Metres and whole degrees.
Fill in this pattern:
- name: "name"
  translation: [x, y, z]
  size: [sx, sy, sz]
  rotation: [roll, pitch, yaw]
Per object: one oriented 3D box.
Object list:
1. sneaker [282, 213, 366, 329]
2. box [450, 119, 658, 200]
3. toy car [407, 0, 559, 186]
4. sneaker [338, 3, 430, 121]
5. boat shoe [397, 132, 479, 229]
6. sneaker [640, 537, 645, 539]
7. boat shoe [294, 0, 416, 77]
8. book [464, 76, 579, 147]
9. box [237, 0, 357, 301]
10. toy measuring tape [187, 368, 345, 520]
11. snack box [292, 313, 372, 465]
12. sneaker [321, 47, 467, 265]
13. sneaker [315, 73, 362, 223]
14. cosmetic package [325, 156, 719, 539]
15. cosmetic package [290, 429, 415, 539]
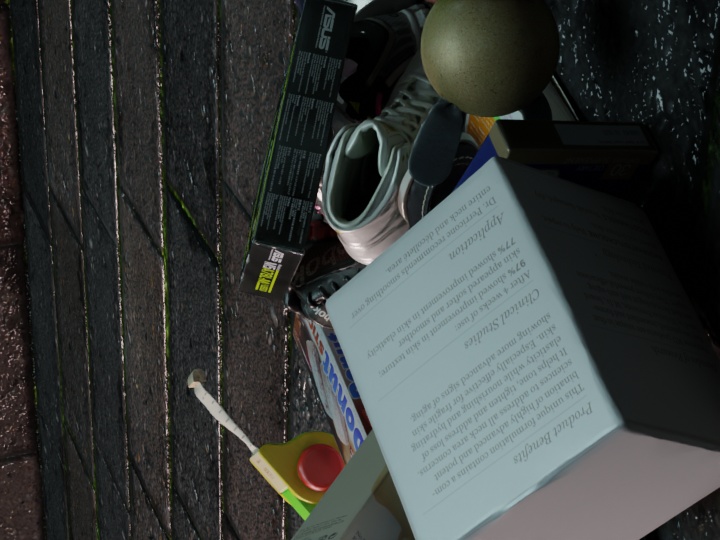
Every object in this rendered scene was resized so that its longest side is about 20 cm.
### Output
- name: "sneaker"
  translation: [0.000, 0.000, 1.474]
  size: [0.200, 0.071, 0.098]
  rotation: [-8, 60, 52]
- name: "box"
  translation: [0.102, -0.025, 1.221]
  size: [0.200, 0.121, 0.032]
  rotation: [-57, 45, 44]
- name: "toy car"
  translation: [0.079, -0.160, 1.205]
  size: [0.158, 0.164, 0.200]
  rotation: [-160, 65, -68]
- name: "sneaker"
  translation: [0.028, -0.129, 1.457]
  size: [0.074, 0.087, 0.200]
  rotation: [107, 156, -59]
- name: "boat shoe"
  translation: [0.068, -0.019, 1.338]
  size: [0.200, 0.074, 0.060]
  rotation: [96, 151, -50]
- name: "sneaker"
  translation: [0.184, 0.256, 1.287]
  size: [0.078, 0.066, 0.200]
  rotation: [124, 134, -79]
- name: "boat shoe"
  translation: [-0.014, -0.239, 1.565]
  size: [0.093, 0.075, 0.200]
  rotation: [71, 159, 9]
- name: "book"
  translation: [0.118, -0.047, 1.342]
  size: [0.200, 0.048, 0.134]
  rotation: [99, 152, -46]
- name: "box"
  translation: [-0.051, -0.090, 1.410]
  size: [0.193, 0.047, 0.200]
  rotation: [128, 154, -75]
- name: "toy measuring tape"
  translation: [-0.066, 0.150, 1.604]
  size: [0.200, 0.074, 0.074]
  rotation: [48, 156, 1]
- name: "snack box"
  translation: [-0.017, 0.099, 1.564]
  size: [0.072, 0.024, 0.200]
  rotation: [101, 154, -43]
- name: "sneaker"
  translation: [0.036, -0.106, 1.347]
  size: [0.200, 0.074, 0.116]
  rotation: [-66, -15, -7]
- name: "sneaker"
  translation: [-0.034, -0.092, 1.665]
  size: [0.079, 0.095, 0.200]
  rotation: [-125, 30, -46]
- name: "cosmetic package"
  translation: [0.113, 0.067, 1.142]
  size: [0.167, 0.166, 0.200]
  rotation: [-39, 56, 29]
- name: "cosmetic package"
  translation: [0.031, 0.189, 1.375]
  size: [0.071, 0.200, 0.105]
  rotation: [-23, 109, 40]
